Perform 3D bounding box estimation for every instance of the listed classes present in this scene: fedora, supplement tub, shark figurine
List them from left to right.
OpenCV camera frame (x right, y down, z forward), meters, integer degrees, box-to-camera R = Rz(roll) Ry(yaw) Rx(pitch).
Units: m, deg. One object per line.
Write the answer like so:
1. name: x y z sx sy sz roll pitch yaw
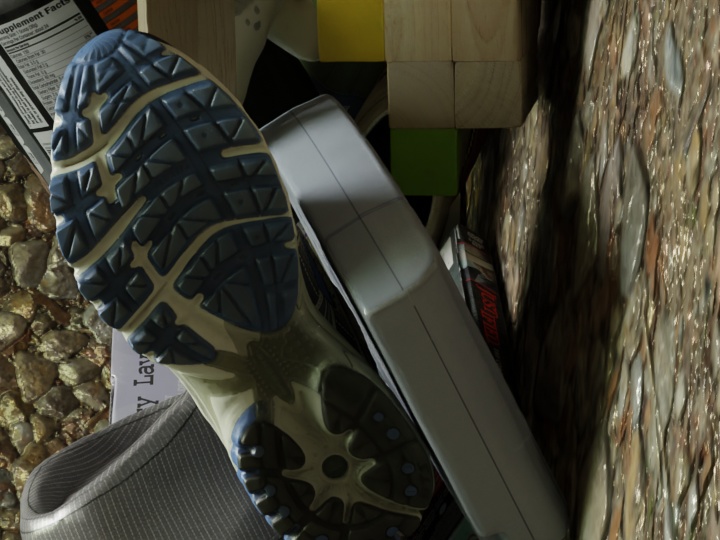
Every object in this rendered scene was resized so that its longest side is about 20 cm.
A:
1. supplement tub: -0.103 -0.100 1.229 0.200 0.122 0.123 58 -168 -27
2. fedora: -0.066 0.094 1.094 0.177 0.090 0.200 -25 11 40
3. shark figurine: -0.042 -0.134 1.149 0.214 0.089 0.128 -42 -36 -57

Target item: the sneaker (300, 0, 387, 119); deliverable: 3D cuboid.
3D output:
1. sneaker: 0.002 -0.137 1.366 0.200 0.067 0.090 -75 10 -57

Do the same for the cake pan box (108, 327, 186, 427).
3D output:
1. cake pan box: -0.075 0.086 1.380 0.184 0.052 0.200 73 -167 -48

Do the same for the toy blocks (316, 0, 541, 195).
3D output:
1. toy blocks: 0.042 -0.140 1.135 0.137 0.100 0.201 -56 -34 -76

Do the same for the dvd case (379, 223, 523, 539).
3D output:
1. dvd case: 0.018 0.085 1.185 0.146 0.022 0.200 -58 18 21

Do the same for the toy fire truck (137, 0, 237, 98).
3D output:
1. toy fire truck: -0.007 -0.125 1.012 0.200 0.176 0.129 127 149 -62

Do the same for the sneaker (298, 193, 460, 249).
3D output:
1. sneaker: -0.012 -0.075 1.403 0.201 0.114 0.073 -90 7 -51

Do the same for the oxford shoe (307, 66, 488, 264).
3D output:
1. oxford shoe: 0.000 0.000 1.285 0.075 0.070 0.200 -47 -28 -63

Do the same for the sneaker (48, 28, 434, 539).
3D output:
1. sneaker: -0.047 0.005 0.999 0.200 0.077 0.085 63 -178 -20

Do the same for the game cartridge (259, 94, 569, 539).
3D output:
1. game cartridge: 0.013 0.011 1.058 0.133 0.041 0.200 58 180 -24
